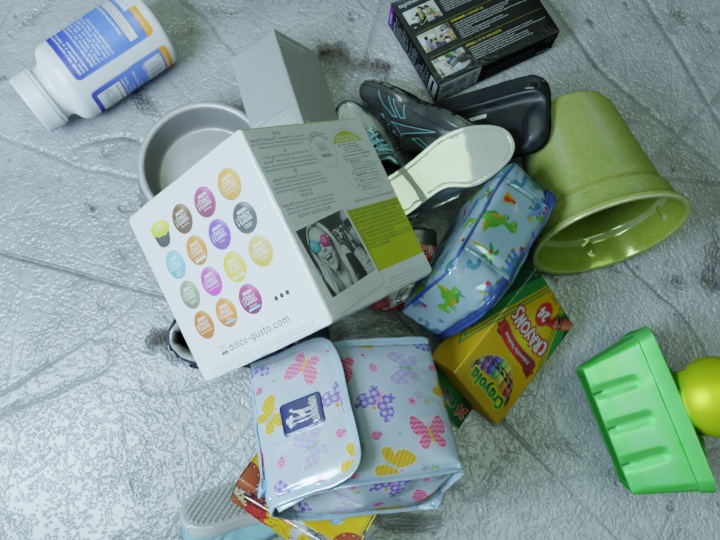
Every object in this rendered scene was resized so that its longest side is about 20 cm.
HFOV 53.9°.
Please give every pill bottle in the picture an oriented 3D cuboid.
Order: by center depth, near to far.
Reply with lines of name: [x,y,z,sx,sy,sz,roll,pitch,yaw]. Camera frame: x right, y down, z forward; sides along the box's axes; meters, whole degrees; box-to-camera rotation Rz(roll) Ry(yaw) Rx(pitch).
pill bottle: [-0.359,-0.277,0.950,0.200,0.112,0.112,-38,81,-10]

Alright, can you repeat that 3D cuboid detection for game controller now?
game controller: [0.157,-0.190,0.939,0.200,0.042,0.105,-7,81,39]

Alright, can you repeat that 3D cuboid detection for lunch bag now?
lunch bag: [-0.012,0.165,0.748,0.200,0.127,0.170,0,51,-15]
lunch bag: [0.137,-0.020,0.839,0.082,0.161,0.200,37,59,-4]

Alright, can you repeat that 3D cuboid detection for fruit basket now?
fruit basket: [0.390,0.160,0.860,0.215,0.156,0.216,-2,82,11]

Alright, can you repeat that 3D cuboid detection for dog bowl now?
dog bowl: [-0.205,-0.135,0.952,0.200,0.059,0.200,0,77,-2]

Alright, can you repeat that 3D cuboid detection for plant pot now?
plant pot: [0.292,-0.121,0.919,0.200,0.200,0.185,-12,66,-5]

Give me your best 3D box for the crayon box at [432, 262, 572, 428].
crayon box: [0.170,0.101,0.885,0.200,0.051,0.127,-50,127,-11]

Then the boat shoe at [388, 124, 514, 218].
boat shoe: [0.095,-0.117,0.875,0.200,0.062,0.073,-29,88,-3]

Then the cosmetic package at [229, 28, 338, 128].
cosmetic package: [-0.088,-0.201,0.933,0.090,0.107,0.200,-23,77,27]

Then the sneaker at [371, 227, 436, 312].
sneaker: [0.000,0.000,0.925,0.201,0.067,0.108,0,85,3]

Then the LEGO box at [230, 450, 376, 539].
LEGO box: [-0.032,0.218,0.831,0.149,0.077,0.200,34,54,5]

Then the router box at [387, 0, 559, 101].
router box: [0.162,-0.353,1.023,0.200,0.051,0.149,-26,78,-8]

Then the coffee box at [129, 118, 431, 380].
coffee box: [-0.083,-0.028,0.761,0.200,0.200,0.198,-23,87,-53]

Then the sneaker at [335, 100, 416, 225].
sneaker: [0.025,-0.151,0.952,0.078,0.086,0.200,-26,80,-9]

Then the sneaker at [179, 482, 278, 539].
sneaker: [-0.118,0.297,0.860,0.200,0.082,0.074,-2,36,-18]

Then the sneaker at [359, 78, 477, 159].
sneaker: [0.063,-0.195,0.941,0.200,0.075,0.079,36,111,35]

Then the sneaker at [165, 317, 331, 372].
sneaker: [-0.134,0.082,0.861,0.202,0.146,0.077,-4,75,-5]
